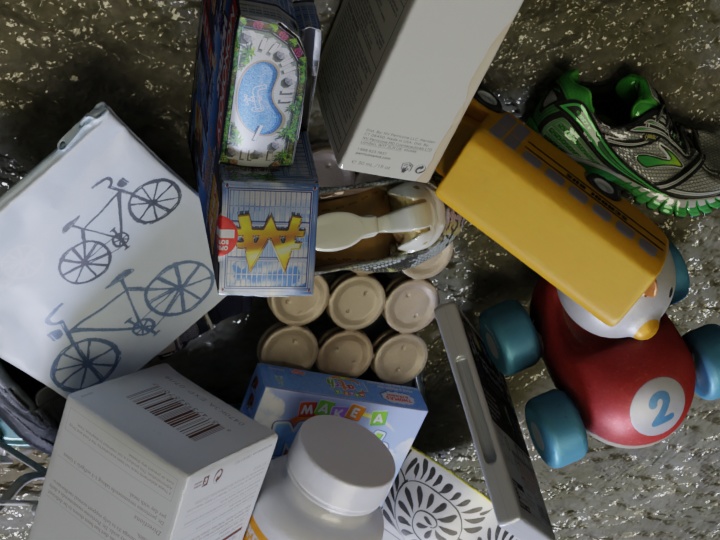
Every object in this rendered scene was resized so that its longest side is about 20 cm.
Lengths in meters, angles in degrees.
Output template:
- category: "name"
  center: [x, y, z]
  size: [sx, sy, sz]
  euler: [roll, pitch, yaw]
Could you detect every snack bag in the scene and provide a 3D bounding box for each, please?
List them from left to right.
- category: "snack bag"
  center: [-0.184, 0.001, 0.744]
  size: [0.188, 0.022, 0.200]
  euler: [-39, 139, 6]

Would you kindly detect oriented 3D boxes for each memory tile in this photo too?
- category: "memory tile"
  center: [0.000, 0.000, 0.873]
  size: [0.151, 0.017, 0.203]
  euler: [3, 115, -21]

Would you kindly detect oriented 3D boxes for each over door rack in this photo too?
- category: "over door rack"
  center: [-0.290, 0.162, 0.837]
  size: [0.067, 0.146, 0.200]
  euler: [-61, 157, -14]

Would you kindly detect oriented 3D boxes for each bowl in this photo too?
- category: "bowl"
  center: [0.059, 0.243, 1.043]
  size: [0.095, 0.199, 0.201]
  euler: [-56, 136, -14]

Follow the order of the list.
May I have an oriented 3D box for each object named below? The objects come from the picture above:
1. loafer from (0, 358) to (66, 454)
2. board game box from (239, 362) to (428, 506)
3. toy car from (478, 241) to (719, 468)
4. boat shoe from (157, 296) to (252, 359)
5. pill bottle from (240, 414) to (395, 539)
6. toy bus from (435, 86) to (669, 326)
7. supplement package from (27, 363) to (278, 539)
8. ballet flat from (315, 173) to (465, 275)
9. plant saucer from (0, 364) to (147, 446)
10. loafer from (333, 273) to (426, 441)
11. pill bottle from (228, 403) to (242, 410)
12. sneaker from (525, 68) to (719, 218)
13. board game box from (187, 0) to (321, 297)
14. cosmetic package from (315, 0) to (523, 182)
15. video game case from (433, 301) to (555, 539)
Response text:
- category: "loafer"
  center: [-0.247, 0.088, 0.842]
  size: [0.069, 0.069, 0.201]
  euler: [-18, 137, 27]
- category: "board game box"
  center: [-0.048, 0.178, 0.930]
  size: [0.149, 0.037, 0.202]
  euler: [11, 117, -24]
- category: "toy car"
  center: [0.209, 0.033, 0.875]
  size: [0.182, 0.179, 0.201]
  euler: [-21, 152, -8]
- category: "boat shoe"
  center: [-0.138, -0.030, 0.818]
  size: [0.092, 0.075, 0.202]
  euler: [-25, 138, -19]
- category: "pill bottle"
  center: [-0.048, 0.218, 0.864]
  size: [0.110, 0.113, 0.202]
  euler: [11, 118, -27]
- category: "toy bus"
  center: [0.122, -0.052, 0.785]
  size: [0.199, 0.078, 0.065]
  euler: [37, 121, 4]
- category: "supplement package"
  center: [-0.161, 0.192, 0.801]
  size: [0.117, 0.116, 0.203]
  euler: [-15, 129, -63]
- category: "ballet flat"
  center: [0.009, -0.031, 0.783]
  size: [0.197, 0.072, 0.073]
  euler: [-11, 140, -30]
- category: "plant saucer"
  center: [-0.278, 0.090, 0.920]
  size: [0.196, 0.028, 0.202]
  euler: [-9, 137, -8]
- category: "loafer"
  center: [0.023, 0.080, 0.970]
  size: [0.067, 0.071, 0.202]
  euler: [-18, 137, 2]
- category: "pill bottle"
  center: [-0.115, 0.178, 0.999]
  size: [0.196, 0.112, 0.112]
  euler: [2, 135, -20]
- category: "sneaker"
  center: [0.222, -0.098, 0.840]
  size: [0.197, 0.079, 0.086]
  euler: [7, 132, -23]
- category: "board game box"
  center: [-0.062, -0.094, 0.666]
  size: [0.060, 0.202, 0.202]
  euler: [0, 136, -15]
- category: "cosmetic package"
  center: [0.041, -0.167, 0.695]
  size: [0.072, 0.105, 0.201]
  euler: [7, 134, -25]
- category: "video game case"
  center: [0.118, 0.140, 0.940]
  size: [0.023, 0.185, 0.200]
  euler: [-20, 156, 11]
